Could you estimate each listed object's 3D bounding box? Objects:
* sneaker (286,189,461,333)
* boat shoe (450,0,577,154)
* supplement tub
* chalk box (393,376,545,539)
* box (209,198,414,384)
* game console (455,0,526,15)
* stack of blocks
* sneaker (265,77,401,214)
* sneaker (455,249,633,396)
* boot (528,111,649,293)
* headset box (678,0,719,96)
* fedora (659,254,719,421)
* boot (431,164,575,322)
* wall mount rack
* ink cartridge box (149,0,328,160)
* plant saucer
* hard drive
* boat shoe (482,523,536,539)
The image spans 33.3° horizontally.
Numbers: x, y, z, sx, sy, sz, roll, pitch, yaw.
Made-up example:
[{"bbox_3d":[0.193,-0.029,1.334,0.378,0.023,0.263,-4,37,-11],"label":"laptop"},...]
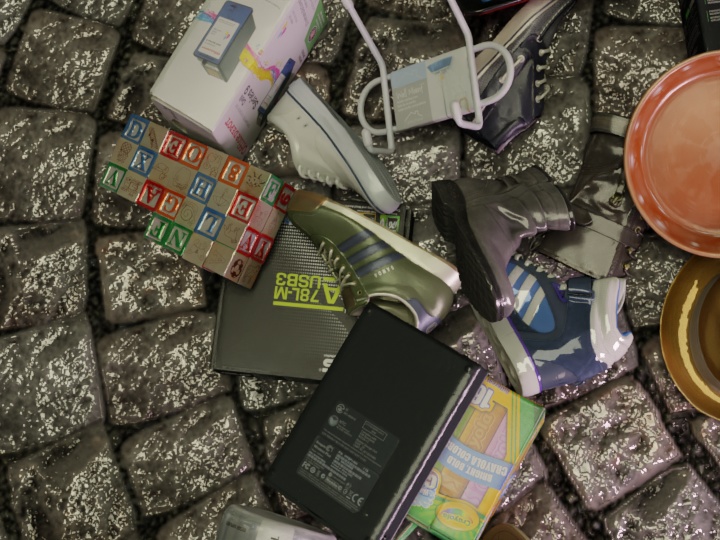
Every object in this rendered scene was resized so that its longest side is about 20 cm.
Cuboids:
[{"bbox_3d":[0.000,0.000,1.216,0.199,0.067,0.091,28,75,6],"label":"sneaker"},{"bbox_3d":[0.179,-0.215,1.286,0.200,0.075,0.093,-45,82,6],"label":"boat shoe"},{"bbox_3d":[-0.104,0.342,1.184,0.121,0.123,0.202,15,81,10],"label":"supplement tub"},{"bbox_3d":[0.084,0.199,1.188,0.123,0.124,0.202,28,85,11],"label":"chalk box"},{"bbox_3d":[-0.050,0.022,1.276,0.197,0.048,0.196,6,76,8],"label":"box"},{"bbox_3d":[0.172,-0.372,1.273,0.198,0.119,0.174,-17,97,-4],"label":"game console"},{"bbox_3d":[-0.180,-0.075,1.275,0.199,0.058,0.116,25,88,28],"label":"stack of blocks"},{"bbox_3d":[-0.030,-0.119,1.285,0.071,0.073,0.200,-46,56,11],"label":"sneaker"},{"bbox_3d":[0.192,0.023,1.226,0.145,0.081,0.202,-21,59,-4],"label":"sneaker"},{"bbox_3d":[0.292,-0.056,1.248,0.198,0.069,0.176,20,88,14],"label":"boot"},{"bbox_3d":[0.427,-0.273,1.250,0.172,0.093,0.203,-6,78,5],"label":"headset box"},{"bbox_3d":[0.395,0.054,1.196,0.198,0.082,0.203,-1,79,7],"label":"fedora"},{"bbox_3d":[0.153,-0.038,1.180,0.130,0.070,0.201,-9,44,-8],"label":"boot"},{"bbox_3d":[0.055,-0.219,1.248,0.198,0.074,0.176,-13,82,36],"label":"wall mount rack"},{"bbox_3d":[-0.125,-0.228,1.283,0.087,0.145,0.201,31,83,10],"label":"ink cartridge box"},{"bbox_3d":[0.358,-0.114,1.185,0.197,0.032,0.203,1,97,6],"label":"plant saucer"},{"bbox_3d":[0.012,0.146,1.133,0.139,0.033,0.201,28,85,31],"label":"hard drive"},{"bbox_3d":[0.189,0.339,1.186,0.073,0.062,0.201,-39,73,25],"label":"boat shoe"}]
